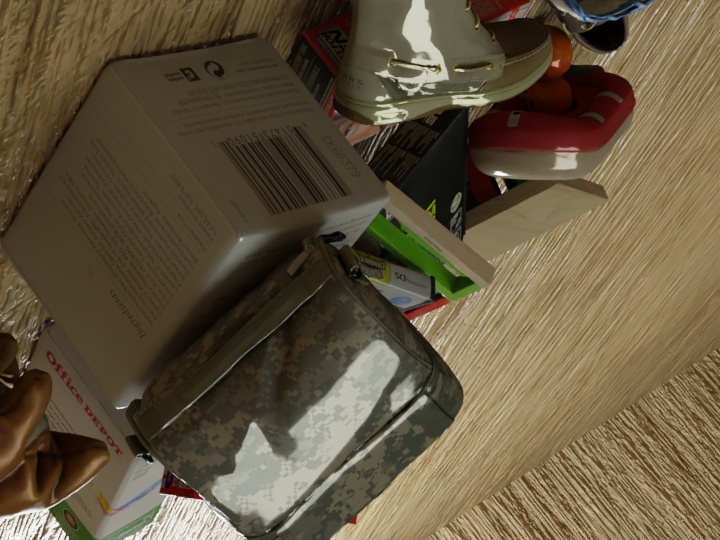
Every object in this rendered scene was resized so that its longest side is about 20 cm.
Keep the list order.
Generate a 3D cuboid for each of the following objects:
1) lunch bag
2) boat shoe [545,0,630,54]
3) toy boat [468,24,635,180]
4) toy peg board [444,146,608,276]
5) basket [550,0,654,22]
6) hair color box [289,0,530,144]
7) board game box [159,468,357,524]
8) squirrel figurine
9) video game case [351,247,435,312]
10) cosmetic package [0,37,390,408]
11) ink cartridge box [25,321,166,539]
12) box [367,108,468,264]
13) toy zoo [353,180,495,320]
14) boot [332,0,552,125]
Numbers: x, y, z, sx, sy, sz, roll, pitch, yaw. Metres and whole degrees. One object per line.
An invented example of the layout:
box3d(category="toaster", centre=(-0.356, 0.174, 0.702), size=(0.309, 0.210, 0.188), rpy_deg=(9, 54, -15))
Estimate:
box3d(category="lunch bag", centre=(-0.048, 0.082, 1.287), size=(0.200, 0.139, 0.168), rpy_deg=(-42, 146, 4))
box3d(category="boat shoe", centre=(0.203, -0.245, 1.670), size=(0.072, 0.060, 0.200), rpy_deg=(-40, 164, 5))
box3d(category="toy boat", centre=(0.176, -0.166, 1.746), size=(0.200, 0.130, 0.131), rpy_deg=(-48, 135, -54))
box3d(category="toy peg board", centre=(0.129, -0.080, 1.945), size=(0.199, 0.098, 0.200), rpy_deg=(-27, 167, 19))
box3d(category="basket", centre=(0.201, -0.271, 1.413), size=(0.176, 0.139, 0.200), rpy_deg=(-35, -166, -11))
box3d(category="hair color box", centre=(0.032, -0.171, 1.498), size=(0.200, 0.064, 0.111), rpy_deg=(-27, 161, -30))
box3d(category="board game box", centre=(-0.073, 0.130, 1.586), size=(0.046, 0.152, 0.200), rpy_deg=(2, 170, 43))
box3d(category="squirrel figurine", centre=(-0.327, 0.133, 1.435), size=(0.200, 0.142, 0.187), rpy_deg=(-40, 158, -2))
box3d(category="video game case", centre=(-0.071, 0.017, 1.542), size=(0.200, 0.026, 0.181), rpy_deg=(-18, 153, 41))
box3d(category="cosmetic package", centre=(-0.122, -0.036, 1.348), size=(0.165, 0.165, 0.200), rpy_deg=(-17, 153, -49))
box3d(category="ink cartridge box", centre=(-0.228, 0.139, 1.632), size=(0.084, 0.145, 0.200), rpy_deg=(-27, 160, -36))
box3d(category="box", centre=(0.031, -0.035, 1.712), size=(0.200, 0.047, 0.193), rpy_deg=(-50, 157, -31))
box3d(category="toy zoo", centre=(0.000, 0.000, 1.585), size=(0.200, 0.131, 0.020), rpy_deg=(-26, -145, 45))
box3d(category="boot", centre=(0.070, -0.201, 1.382), size=(0.200, 0.072, 0.155), rpy_deg=(-18, 128, -32))
